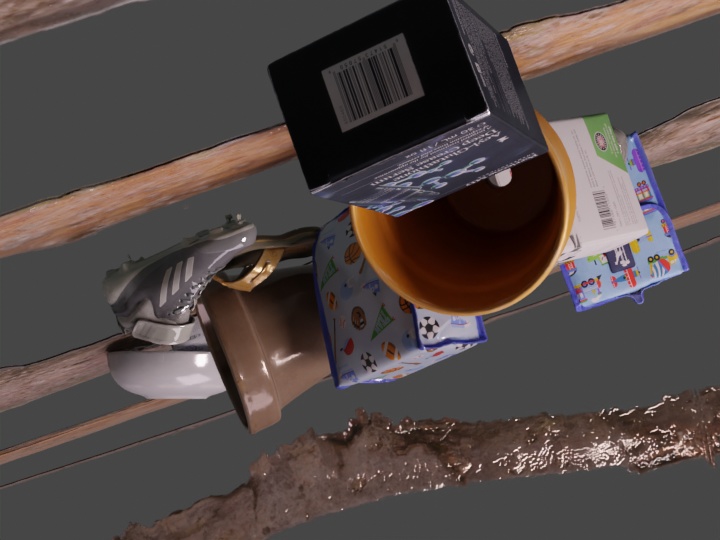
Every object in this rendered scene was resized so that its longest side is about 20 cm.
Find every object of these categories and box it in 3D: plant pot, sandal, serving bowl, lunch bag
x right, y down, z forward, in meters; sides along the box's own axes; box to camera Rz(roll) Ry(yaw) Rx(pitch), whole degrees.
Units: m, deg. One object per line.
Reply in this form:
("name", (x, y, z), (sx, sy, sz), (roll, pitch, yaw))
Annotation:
("plant pot", (0.110, -0.078, 1.230), (0.199, 0.201, 0.183), (-23, -174, 23))
("sandal", (-0.119, -0.006, 1.519), (0.199, 0.054, 0.080), (-12, 168, -35))
("plant pot", (-0.092, 0.075, 1.603), (0.173, 0.202, 0.200), (-21, 171, -11))
("serving bowl", (-0.263, 0.151, 1.890), (0.198, 0.066, 0.200), (-1, 174, 0))
("lunch bag", (0.036, 0.011, 1.477), (0.123, 0.202, 0.170), (-4, 162, -42))
("lunch bag", (0.316, -0.050, 1.670), (0.150, 0.202, 0.094), (-21, 170, 13))

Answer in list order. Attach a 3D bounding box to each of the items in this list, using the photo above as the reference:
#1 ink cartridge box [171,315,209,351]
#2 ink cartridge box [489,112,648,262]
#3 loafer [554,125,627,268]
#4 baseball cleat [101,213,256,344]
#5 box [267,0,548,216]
("ink cartridge box", (-0.155, 0.072, 1.914), (0.199, 0.041, 0.200), (-21, 170, 11))
("ink cartridge box", (0.201, -0.083, 1.443), (0.199, 0.147, 0.084), (-11, 169, -36))
("loafer", (0.260, -0.081, 1.578), (0.070, 0.070, 0.201), (-49, 163, -54))
("baseball cleat", (-0.177, 0.015, 1.373), (0.199, 0.107, 0.070), (-19, -175, 31))
("box", (0.043, -0.124, 1.029), (0.148, 0.108, 0.200), (-23, 170, 18))
